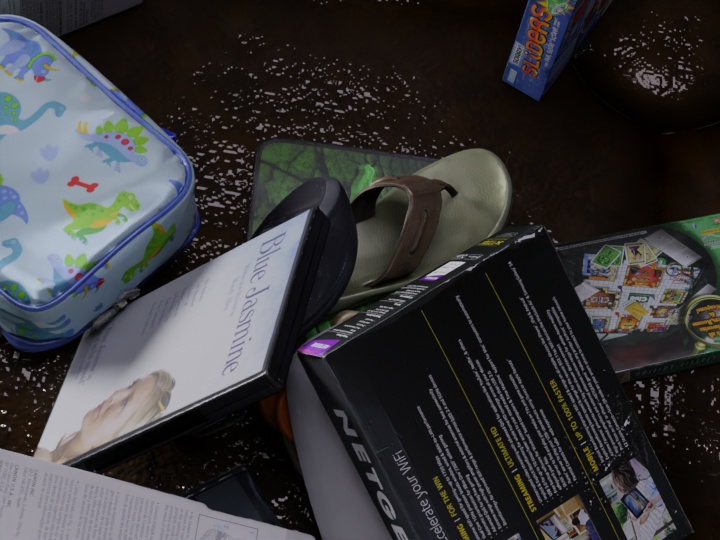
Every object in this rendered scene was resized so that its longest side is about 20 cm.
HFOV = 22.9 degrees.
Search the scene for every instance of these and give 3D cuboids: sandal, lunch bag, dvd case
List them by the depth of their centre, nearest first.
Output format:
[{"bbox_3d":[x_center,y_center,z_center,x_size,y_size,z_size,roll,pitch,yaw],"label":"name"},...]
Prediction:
[{"bbox_3d":[-0.109,0.050,1.046,0.018,0.200,0.143,47,35,-26],"label":"dvd case"},{"bbox_3d":[-0.208,-0.059,1.128,0.200,0.082,0.161,40,68,17],"label":"lunch bag"},{"bbox_3d":[0.017,-0.024,1.175,0.201,0.057,0.080,-26,64,-19],"label":"sandal"}]

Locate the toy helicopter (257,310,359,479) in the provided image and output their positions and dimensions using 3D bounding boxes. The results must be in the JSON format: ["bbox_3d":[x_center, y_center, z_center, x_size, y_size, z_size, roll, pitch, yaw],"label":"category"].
[{"bbox_3d":[0.040,0.065,1.113,0.200,0.079,0.132,-46,100,-8],"label":"toy helicopter"}]

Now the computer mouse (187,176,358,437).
[{"bbox_3d":[-0.059,0.031,1.096,0.053,0.138,0.200,42,66,-20],"label":"computer mouse"}]

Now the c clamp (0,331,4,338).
[{"bbox_3d":[-0.253,-0.037,1.172,0.200,0.027,0.171,-28,67,-21],"label":"c clamp"}]

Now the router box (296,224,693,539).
[{"bbox_3d":[0.076,0.096,0.987,0.149,0.051,0.200,-29,99,-17],"label":"router box"}]

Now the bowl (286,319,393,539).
[{"bbox_3d":[0.071,0.110,1.053,0.199,0.075,0.200,-19,96,-20],"label":"bowl"}]

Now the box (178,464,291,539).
[{"bbox_3d":[-0.086,0.233,1.026,0.159,0.046,0.200,-25,67,-21],"label":"box"}]

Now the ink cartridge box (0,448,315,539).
[{"bbox_3d":[-0.132,0.202,0.994,0.200,0.050,0.161,19,58,-20],"label":"ink cartridge box"}]

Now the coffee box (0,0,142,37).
[{"bbox_3d":[-0.265,-0.213,1.241,0.200,0.080,0.113,-26,68,-21],"label":"coffee box"}]

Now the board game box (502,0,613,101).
[{"bbox_3d":[0.177,-0.232,1.281,0.034,0.135,0.200,31,60,10],"label":"board game box"}]

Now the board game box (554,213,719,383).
[{"bbox_3d":[0.229,0.014,1.210,0.200,0.023,0.105,-10,60,-13],"label":"board game box"}]

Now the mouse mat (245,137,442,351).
[{"bbox_3d":[0.000,0.000,1.197,0.161,0.008,0.200,7,60,-4],"label":"mouse mat"}]
